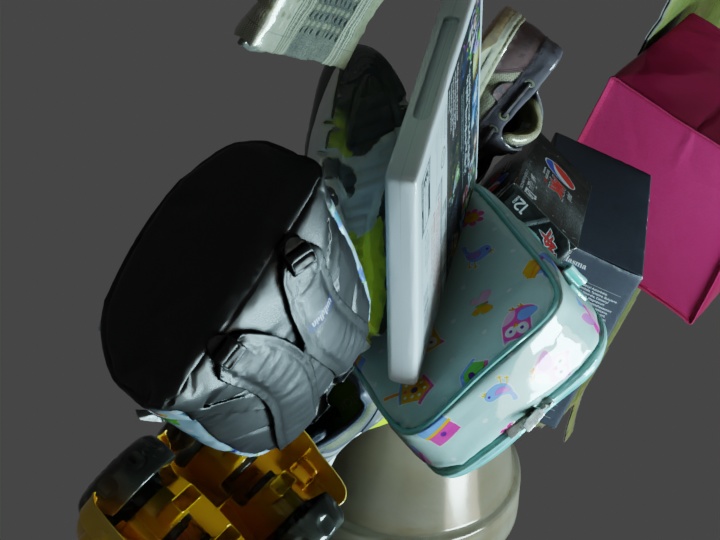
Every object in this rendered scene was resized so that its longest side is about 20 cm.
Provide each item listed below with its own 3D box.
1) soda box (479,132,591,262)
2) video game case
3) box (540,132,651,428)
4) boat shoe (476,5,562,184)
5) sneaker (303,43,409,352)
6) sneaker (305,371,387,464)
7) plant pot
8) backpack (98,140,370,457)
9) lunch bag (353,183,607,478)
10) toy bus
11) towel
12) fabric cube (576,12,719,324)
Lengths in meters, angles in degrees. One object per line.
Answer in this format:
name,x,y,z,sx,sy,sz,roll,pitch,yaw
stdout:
soda box,0.127,-0.045,1.625,0.063,0.071,0.200,-43,-175,18
video game case,0.046,-0.058,1.334,0.200,0.023,0.182,88,16,-51
box,0.180,0.007,1.965,0.200,0.104,0.182,-73,-173,-58
boat shoe,0.105,-0.117,1.606,0.072,0.065,0.200,-51,168,-32
sneaker,-0.025,-0.046,1.322,0.074,0.085,0.201,-11,117,-39
sneaker,-0.045,0.118,1.584,0.200,0.074,0.081,-44,164,26
plant pot,0.038,0.114,1.711,0.200,0.200,0.174,-42,147,-46
backpack,-0.067,0.026,1.219,0.163,0.154,0.200,-57,146,-7
lunch bag,0.072,0.036,1.431,0.160,0.200,0.077,-39,126,3
toy bus,-0.127,0.195,1.432,0.192,0.136,0.200,-49,176,36
towel,0.003,-0.200,1.136,0.200,0.034,0.193,-60,169,8
fabric cube,0.336,-0.105,2.166,0.199,0.200,0.196,-38,160,-51
